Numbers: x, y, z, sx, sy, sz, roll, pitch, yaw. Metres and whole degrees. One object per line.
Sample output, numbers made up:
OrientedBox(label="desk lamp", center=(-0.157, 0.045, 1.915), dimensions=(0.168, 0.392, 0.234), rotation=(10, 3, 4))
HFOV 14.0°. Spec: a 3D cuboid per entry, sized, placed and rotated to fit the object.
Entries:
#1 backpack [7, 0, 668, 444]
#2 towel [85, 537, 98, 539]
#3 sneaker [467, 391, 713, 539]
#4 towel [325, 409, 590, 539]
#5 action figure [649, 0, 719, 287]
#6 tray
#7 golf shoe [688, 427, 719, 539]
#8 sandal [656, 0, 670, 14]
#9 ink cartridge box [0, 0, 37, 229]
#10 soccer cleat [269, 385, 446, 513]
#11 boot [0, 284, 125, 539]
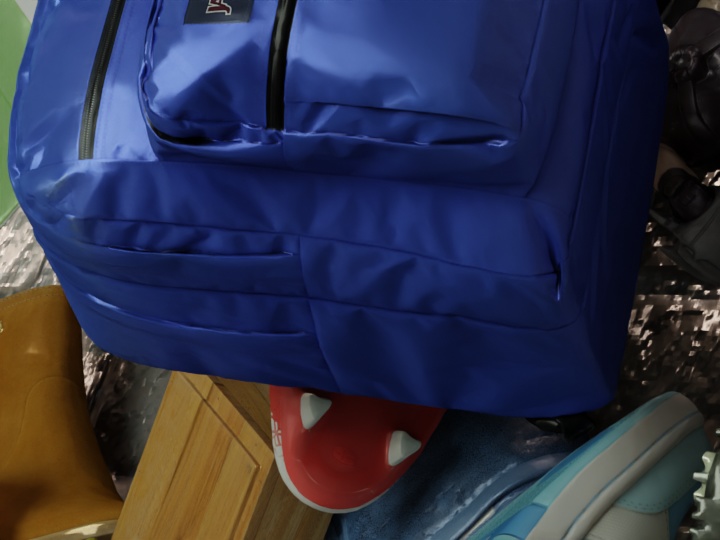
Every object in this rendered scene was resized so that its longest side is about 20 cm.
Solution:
OrientedBox(label="backpack", center=(-0.014, -0.057, 0.952), dimensions=(0.199, 0.168, 0.163), rotation=(4, 57, 18))
OrientedBox(label="towel", center=(-0.105, 0.205, 1.099), dimensions=(0.086, 0.018, 0.200), rotation=(-47, 40, 34))
OrientedBox(label="sneaker", center=(0.078, 0.136, 0.930), dimensions=(0.200, 0.131, 0.080), rotation=(-43, 0, -36))
OrientedBox(label="towel", center=(0.023, 0.057, 1.086), dimensions=(0.112, 0.048, 0.200), rotation=(-47, 35, 19))
OrientedBox(label="action figure", center=(0.149, -0.058, 0.990), dimensions=(0.200, 0.069, 0.131), rotation=(1, 73, 58))
OrientedBox(label="tray", center=(-0.072, 0.141, 1.117), dimensions=(0.099, 0.037, 0.201), rotation=(44, 117, 57))
OrientedBox(label="golf shoe", center=(0.150, 0.057, 0.884), dimensions=(0.088, 0.077, 0.201), rotation=(12, 93, 22))
OrientedBox(label="sandal", center=(0.083, -0.096, 1.063), dimensions=(0.075, 0.045, 0.200), rotation=(-43, -18, -55))
OrientedBox(label="ink cartridge box", center=(-0.100, -0.107, 1.202), dimensions=(0.200, 0.059, 0.104), rotation=(-47, 60, 19))
OrientedBox(label="soccer cleat", center=(0.000, 0.000, 1.068), dimensions=(0.085, 0.068, 0.201), rotation=(-35, 40, 56))
OrientedBox(label="boot", center=(-0.136, 0.072, 1.264), dimensions=(0.201, 0.071, 0.145), rotation=(-23, 54, 52))
